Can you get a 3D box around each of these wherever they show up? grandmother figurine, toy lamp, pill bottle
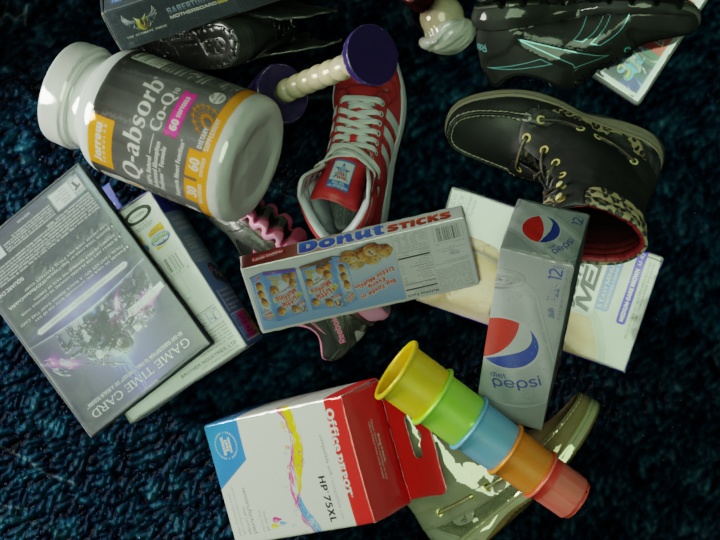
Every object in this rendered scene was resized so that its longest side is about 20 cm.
[{"bbox_3d":[0.035,-0.269,1.357,0.060,0.122,0.200,-32,117,20],"label":"grandmother figurine"},{"bbox_3d":[-0.043,-0.164,1.344,0.058,0.199,0.059,4,83,-31],"label":"toy lamp"},{"bbox_3d":[-0.177,-0.127,1.361,0.199,0.116,0.117,21,95,18],"label":"pill bottle"}]

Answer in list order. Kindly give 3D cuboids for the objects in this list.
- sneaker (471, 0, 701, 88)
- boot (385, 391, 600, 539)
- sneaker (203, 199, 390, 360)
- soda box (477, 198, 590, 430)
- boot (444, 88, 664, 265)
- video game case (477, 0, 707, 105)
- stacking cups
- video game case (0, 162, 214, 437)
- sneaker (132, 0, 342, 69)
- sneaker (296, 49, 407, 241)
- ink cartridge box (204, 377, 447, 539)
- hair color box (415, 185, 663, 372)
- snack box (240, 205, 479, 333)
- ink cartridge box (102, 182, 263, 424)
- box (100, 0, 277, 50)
[{"bbox_3d":[0.198,-0.204,1.355,0.198,0.075,0.080,-1,107,12],"label":"sneaker"},{"bbox_3d":[0.103,0.147,1.396,0.155,0.072,0.200,45,99,4],"label":"boot"},{"bbox_3d":[-0.073,0.007,1.413,0.199,0.079,0.096,38,108,5],"label":"sneaker"},{"bbox_3d":[0.142,0.040,1.298,0.063,0.069,0.201,14,135,10],"label":"soda box"},{"bbox_3d":[0.164,-0.081,1.335,0.198,0.151,0.074,15,128,1],"label":"boot"},{"bbox_3d":[0.217,-0.279,1.387,0.199,0.023,0.183,34,96,3],"label":"video game case"},{"bbox_3d":[0.108,0.139,1.323,0.199,0.061,0.061,35,96,-10],"label":"stacking cups"},{"bbox_3d":[-0.244,0.027,1.380,0.142,0.019,0.201,-37,89,9],"label":"video game case"},{"bbox_3d":[-0.123,-0.218,1.405,0.199,0.104,0.061,11,118,40],"label":"sneaker"},{"bbox_3d":[-0.007,-0.114,1.372,0.071,0.112,0.202,4,93,15],"label":"sneaker"},{"bbox_3d":[-0.032,0.168,1.375,0.199,0.067,0.117,-16,91,33],"label":"ink cartridge box"},{"bbox_3d":[0.160,0.006,1.387,0.198,0.065,0.110,19,96,7],"label":"hair color box"},{"bbox_3d":[0.000,0.000,1.342,0.198,0.024,0.072,-13,123,5],"label":"snack box"},{"bbox_3d":[-0.201,0.017,1.420,0.136,0.076,0.201,-33,91,8],"label":"ink cartridge box"},{"bbox_3d":[-0.132,-0.289,1.366,0.198,0.051,0.159,-15,47,7],"label":"box"}]
